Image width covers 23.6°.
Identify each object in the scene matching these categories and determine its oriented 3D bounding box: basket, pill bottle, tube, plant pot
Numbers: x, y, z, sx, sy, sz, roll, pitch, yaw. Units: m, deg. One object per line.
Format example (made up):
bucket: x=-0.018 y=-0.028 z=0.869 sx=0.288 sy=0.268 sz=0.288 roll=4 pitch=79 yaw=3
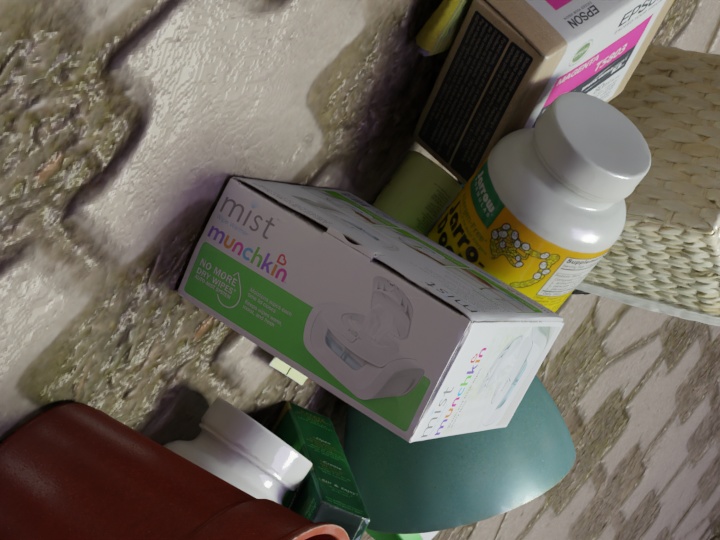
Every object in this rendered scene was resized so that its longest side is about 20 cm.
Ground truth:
basket: x=0.272 y=-0.084 z=1.539 sx=0.198 sy=0.200 sz=0.161 roll=-62 pitch=147 yaw=-21
pill bottle: x=0.124 y=-0.033 z=1.271 sx=0.113 sy=0.113 sz=0.200 roll=-30 pitch=162 yaw=-49
tube: x=0.000 y=0.000 z=1.331 sx=0.058 sy=0.052 sz=0.200 roll=36 pitch=88 yaw=-26
plant pot: x=-0.143 y=0.194 z=1.084 sx=0.201 sy=0.195 sz=0.201 roll=-45 pitch=153 yaw=-30
plant pot: x=0.070 y=0.119 z=1.471 sx=0.200 sy=0.200 sz=0.135 roll=-30 pitch=109 yaw=-48
pill bottle: x=-0.124 y=0.196 z=1.229 sx=0.200 sy=0.113 sz=0.113 roll=-55 pitch=157 yaw=-8

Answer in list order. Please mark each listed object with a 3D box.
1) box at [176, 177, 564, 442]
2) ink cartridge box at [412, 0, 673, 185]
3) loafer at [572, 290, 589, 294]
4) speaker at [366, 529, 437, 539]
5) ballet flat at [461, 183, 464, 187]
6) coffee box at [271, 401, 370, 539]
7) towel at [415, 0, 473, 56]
box: x=0.011 y=0.023 z=1.179 sx=0.097 sy=0.200 sz=0.176 roll=-64 pitch=157 yaw=12
ink cartridge box: x=0.149 y=-0.171 z=1.319 sx=0.200 sy=0.075 sz=0.165 roll=-35 pitch=162 yaw=-34
loafer: x=0.237 y=0.000 z=1.766 sx=0.073 sy=0.072 sz=0.200 roll=-63 pitch=157 yaw=7
speaker: x=0.079 y=0.173 z=1.645 sx=0.200 sy=0.088 sz=0.088 roll=-49 pitch=155 yaw=-21
ballet flat: x=0.132 y=-0.027 z=1.535 sx=0.069 sy=0.063 sz=0.200 roll=-54 pitch=156 yaw=-6
coffee box: x=-0.052 y=0.192 z=1.317 sx=0.123 sy=0.044 sz=0.200 roll=-63 pitch=-164 yaw=12
towel: x=0.118 y=-0.242 z=1.244 sx=0.144 sy=0.023 sz=0.200 roll=-27 pitch=155 yaw=-50
